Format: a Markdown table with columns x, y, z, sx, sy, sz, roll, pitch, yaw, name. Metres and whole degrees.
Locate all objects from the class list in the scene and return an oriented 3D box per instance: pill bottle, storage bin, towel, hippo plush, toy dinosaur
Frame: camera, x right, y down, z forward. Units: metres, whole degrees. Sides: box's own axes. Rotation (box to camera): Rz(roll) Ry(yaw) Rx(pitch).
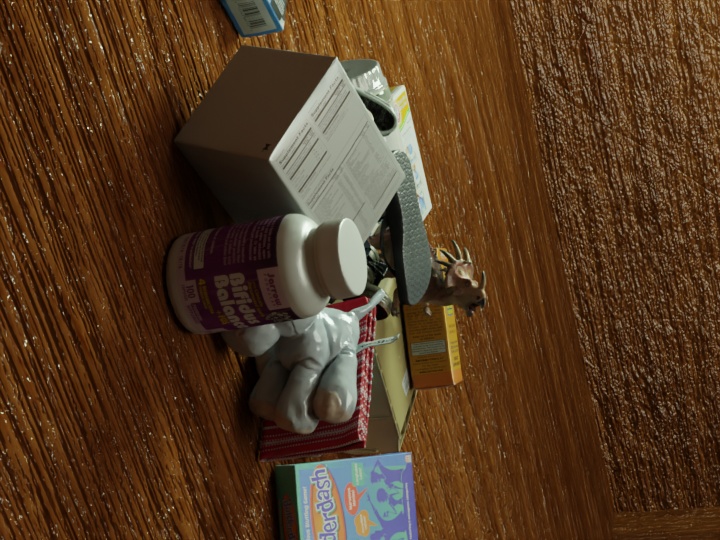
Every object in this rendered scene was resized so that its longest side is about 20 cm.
| x | y | z | sx | sy | sz | roll | pitch | yaw | name |
| --- | --- | --- | --- | --- | --- | --- | --- | --- | --- |
| -0.098 | 0.001 | 1.477 | 0.112 | 0.198 | 0.114 | -10 | 90 | -70 | pill bottle |
| 0.015 | 0.127 | 1.970 | 0.200 | 0.093 | 0.200 | -68 | 147 | -58 | storage bin |
| -0.052 | 0.131 | 1.673 | 0.023 | 0.143 | 0.202 | 50 | 36 | -48 | towel |
| -0.071 | 0.082 | 1.588 | 0.161 | 0.199 | 0.160 | 52 | 13 | -44 | hippo plush |
| 0.082 | -0.008 | 1.898 | 0.200 | 0.136 | 0.086 | 43 | 31 | -1 | toy dinosaur |

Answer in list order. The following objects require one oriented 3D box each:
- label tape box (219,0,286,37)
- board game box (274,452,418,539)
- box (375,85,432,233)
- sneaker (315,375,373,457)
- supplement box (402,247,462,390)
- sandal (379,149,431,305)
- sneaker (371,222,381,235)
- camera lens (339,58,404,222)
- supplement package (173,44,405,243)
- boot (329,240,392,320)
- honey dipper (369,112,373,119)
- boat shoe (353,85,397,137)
| x | y | z | sx | sy | sz | roll | pitch | yaw | name |
| --- | --- | --- | --- | --- | --- | --- | --- | --- | --- |
| -0.140 | -0.418 | 1.736 | 0.144 | 0.065 | 0.202 | 58 | 32 | -53 | label tape box |
| -0.014 | 0.313 | 1.738 | 0.199 | 0.045 | 0.154 | 0 | 83 | -41 | board game box |
| 0.026 | -0.165 | 2.080 | 0.101 | 0.111 | 0.202 | -53 | 133 | -63 | box |
| -0.028 | 0.151 | 1.770 | 0.074 | 0.081 | 0.202 | -73 | 172 | -71 | sneaker |
| 0.101 | 0.068 | 2.004 | 0.066 | 0.068 | 0.202 | -6 | 87 | -75 | supplement box |
| 0.051 | -0.054 | 1.795 | 0.076 | 0.043 | 0.202 | -4 | 86 | -58 | sandal |
| -0.022 | -0.043 | 1.968 | 0.200 | 0.076 | 0.086 | -33 | 119 | -60 | sneaker |
| -0.023 | -0.165 | 1.847 | 0.160 | 0.158 | 0.202 | -58 | 138 | -63 | camera lens |
| -0.076 | -0.128 | 1.574 | 0.151 | 0.151 | 0.200 | -58 | 139 | -22 | supplement package |
| 0.000 | 0.000 | 1.792 | 0.097 | 0.199 | 0.075 | -49 | 121 | -13 | boot |
| -0.034 | -0.130 | 1.730 | 0.200 | 0.038 | 0.038 | 122 | -20 | -51 | honey dipper |
| -0.044 | -0.214 | 1.708 | 0.071 | 0.199 | 0.071 | -154 | -99 | -75 | boat shoe |
